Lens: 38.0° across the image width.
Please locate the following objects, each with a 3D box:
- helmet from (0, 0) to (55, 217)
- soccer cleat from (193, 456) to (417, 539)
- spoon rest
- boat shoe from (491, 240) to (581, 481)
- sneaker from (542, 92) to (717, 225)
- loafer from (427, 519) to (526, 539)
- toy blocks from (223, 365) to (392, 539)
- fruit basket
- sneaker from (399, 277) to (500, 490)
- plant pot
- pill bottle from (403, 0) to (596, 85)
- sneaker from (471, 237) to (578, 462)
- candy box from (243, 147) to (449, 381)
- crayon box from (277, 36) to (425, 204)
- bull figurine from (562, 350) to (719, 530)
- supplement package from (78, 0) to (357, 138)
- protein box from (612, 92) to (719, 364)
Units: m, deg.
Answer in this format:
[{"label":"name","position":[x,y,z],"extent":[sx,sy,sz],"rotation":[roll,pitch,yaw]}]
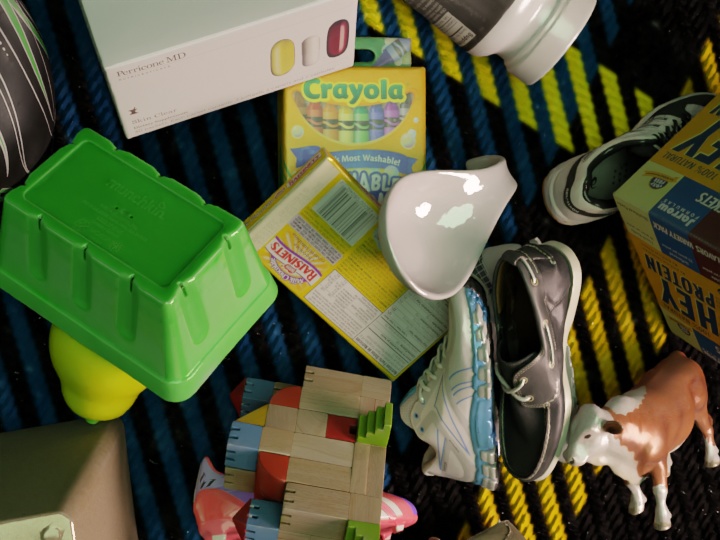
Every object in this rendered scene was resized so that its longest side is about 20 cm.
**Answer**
[{"label":"helmet","position":[-0.317,-0.141,0.757],"extent":[0.196,0.191,0.204],"rotation":[0,68,1]},{"label":"soccer cleat","position":[-0.045,0.196,0.897],"extent":[0.196,0.067,0.078],"rotation":[1,64,-17]},{"label":"spoon rest","position":[0.077,-0.049,0.853],"extent":[0.100,0.060,0.200],"rotation":[60,39,-10]},{"label":"boat shoe","position":[0.132,0.079,0.859],"extent":[0.067,0.071,0.204],"rotation":[-10,108,-43]},{"label":"sneaker","position":[0.262,-0.097,0.933],"extent":[0.198,0.088,0.076],"rotation":[-31,95,-10]},{"label":"loafer","position":[0.066,0.279,0.923],"extent":[0.197,0.076,0.070],"rotation":[-20,51,-3]},{"label":"toy blocks","position":[-0.049,0.148,0.840],"extent":[0.134,0.202,0.101],"rotation":[9,129,-2]},{"label":"fruit basket","position":[-0.183,0.023,0.827],"extent":[0.216,0.215,0.156],"rotation":[46,58,-9]},{"label":"sneaker","position":[0.074,0.101,0.889],"extent":[0.085,0.075,0.203],"rotation":[0,115,11]},{"label":"plant pot","position":[-0.270,0.239,0.794],"extent":[0.196,0.177,0.204],"rotation":[-8,94,-11]},{"label":"pill bottle","position":[0.094,-0.255,0.881],"extent":[0.199,0.116,0.117],"rotation":[36,85,-10]},{"label":"sneaker","position":[0.147,0.075,0.932],"extent":[0.079,0.076,0.204],"rotation":[-14,94,7]},{"label":"candy box","position":[0.000,0.000,0.865],"extent":[0.102,0.027,0.200],"rotation":[-39,120,13]},{"label":"crayon box","position":[-0.008,-0.103,0.898],"extent":[0.123,0.052,0.204],"rotation":[-1,92,-11]},{"label":"bull figurine","position":[0.252,0.145,0.914],"extent":[0.199,0.065,0.123],"rotation":[-26,106,-42]},{"label":"supplement package","position":[-0.119,-0.222,0.818],"extent":[0.197,0.111,0.158],"rotation":[-20,72,-9]},{"label":"protein box","position":[0.354,-0.040,0.889],"extent":[0.200,0.135,0.199],"rotation":[-42,130,-8]}]
